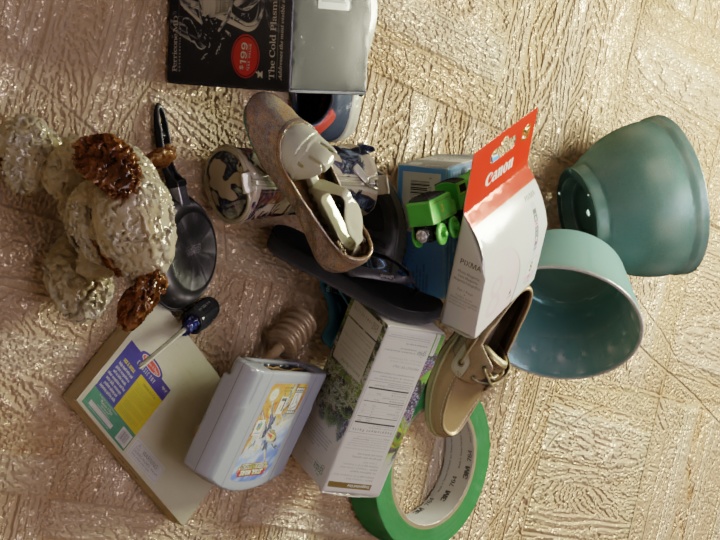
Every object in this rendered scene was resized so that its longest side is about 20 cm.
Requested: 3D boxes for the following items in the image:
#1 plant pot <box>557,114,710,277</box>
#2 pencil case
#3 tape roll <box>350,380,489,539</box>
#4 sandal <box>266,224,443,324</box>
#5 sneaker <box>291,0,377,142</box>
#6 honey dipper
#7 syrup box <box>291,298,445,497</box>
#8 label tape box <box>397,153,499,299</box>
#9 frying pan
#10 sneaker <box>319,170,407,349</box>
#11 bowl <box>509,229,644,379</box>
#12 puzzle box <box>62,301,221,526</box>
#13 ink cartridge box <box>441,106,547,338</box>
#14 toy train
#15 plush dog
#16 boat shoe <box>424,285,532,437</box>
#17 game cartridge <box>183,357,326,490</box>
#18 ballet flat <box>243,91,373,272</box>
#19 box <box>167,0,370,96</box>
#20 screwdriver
[{"bbox_3d":[0.325,-0.081,1.939,0.132,0.200,0.203,-11,108,-15],"label":"plant pot"},{"bbox_3d":[-0.067,-0.090,1.586,0.198,0.089,0.079,-5,86,-44],"label":"pencil case"},{"bbox_3d":[0.070,0.220,1.815,0.199,0.048,0.203,-11,105,-44],"label":"tape roll"},{"bbox_3d":[0.000,0.000,1.618,0.198,0.076,0.043,25,108,-10],"label":"sandal"},{"bbox_3d":[-0.038,-0.232,1.600,0.084,0.074,0.203,-6,102,-49],"label":"sneaker"},{"bbox_3d":[-0.111,0.108,1.593,0.200,0.038,0.038,-48,128,-40],"label":"honey dipper"},{"bbox_3d":[0.006,0.133,1.661,0.081,0.079,0.202,9,110,-35],"label":"syrup box"},{"bbox_3d":[0.102,-0.056,1.774,0.200,0.065,0.145,-23,116,-67],"label":"label tape box"},{"bbox_3d":[-0.169,-0.056,1.526,0.115,0.031,0.193,22,73,-59],"label":"frying pan"},{"bbox_3d":[0.000,-0.008,1.684,0.081,0.073,0.203,-5,98,-37],"label":"sneaker"},{"bbox_3d":[0.242,0.027,1.875,0.201,0.199,0.106,53,35,-37],"label":"bowl"},{"bbox_3d":[-0.194,0.138,1.544,0.133,0.025,0.201,-52,130,-26],"label":"puzzle box"},{"bbox_3d":[0.153,-0.050,1.649,0.162,0.057,0.202,-38,148,-52],"label":"ink cartridge box"},{"bbox_3d":[0.104,-0.072,1.649,0.200,0.041,0.057,-29,110,-58],"label":"toy train"},{"bbox_3d":[-0.210,-0.049,1.362,0.159,0.172,0.202,-23,117,-16],"label":"plush dog"},{"bbox_3d":[0.133,0.100,1.767,0.071,0.064,0.202,16,96,-47],"label":"boat shoe"},{"bbox_3d":[-0.104,0.154,1.566,0.135,0.041,0.200,-69,160,3],"label":"game cartridge"},{"bbox_3d":[-0.042,-0.087,1.508,0.068,0.067,0.201,-47,120,-31],"label":"ballet flat"},{"bbox_3d":[-0.086,-0.269,1.467,0.103,0.181,0.203,-4,100,-44],"label":"box"},{"bbox_3d":[-0.171,0.065,1.484,0.029,0.028,0.200,54,20,-9],"label":"screwdriver"}]
